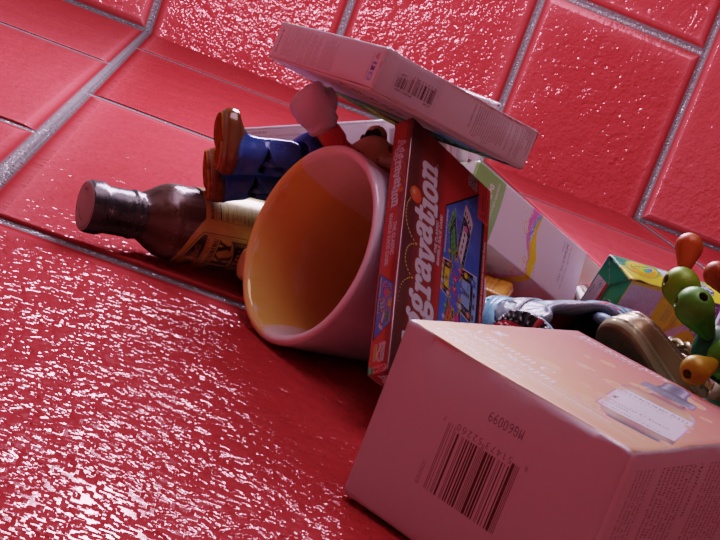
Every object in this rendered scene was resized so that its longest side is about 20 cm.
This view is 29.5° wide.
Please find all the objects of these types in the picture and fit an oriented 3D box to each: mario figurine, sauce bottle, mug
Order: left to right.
[{"bbox_3d":[-0.132,-0.035,1.106,0.198,0.066,0.065,10,15,-31],"label":"sauce bottle"},{"bbox_3d":[-0.026,-0.093,1.104,0.197,0.108,0.123,7,3,-18],"label":"mario figurine"},{"bbox_3d":[0.007,-0.005,1.041,0.152,0.151,0.187,23,14,-38],"label":"mug"}]

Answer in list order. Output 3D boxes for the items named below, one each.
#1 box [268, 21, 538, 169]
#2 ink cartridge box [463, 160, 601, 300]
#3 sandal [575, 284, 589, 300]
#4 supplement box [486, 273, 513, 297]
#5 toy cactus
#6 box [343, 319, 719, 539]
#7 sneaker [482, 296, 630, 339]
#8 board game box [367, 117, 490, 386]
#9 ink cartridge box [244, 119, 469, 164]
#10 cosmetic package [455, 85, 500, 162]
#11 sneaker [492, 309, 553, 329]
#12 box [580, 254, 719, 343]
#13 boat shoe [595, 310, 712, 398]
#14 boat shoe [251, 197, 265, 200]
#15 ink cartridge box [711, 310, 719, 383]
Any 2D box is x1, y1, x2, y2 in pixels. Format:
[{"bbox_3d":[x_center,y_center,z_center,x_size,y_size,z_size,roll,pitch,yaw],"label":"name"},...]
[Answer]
[{"bbox_3d":[0.027,-0.136,1.047,0.143,0.037,0.200,25,4,-29],"label":"box"},{"bbox_3d":[0.128,-0.010,1.279,0.199,0.068,0.116,36,-29,-29],"label":"ink cartridge box"},{"bbox_3d":[0.197,0.027,1.466,0.054,0.083,0.200,-4,24,-11],"label":"sandal"},{"bbox_3d":[0.032,0.009,1.209,0.198,0.067,0.069,22,11,7],"label":"supplement box"},{"bbox_3d":[0.256,0.065,0.924,0.101,0.202,0.166,-4,-44,31],"label":"toy cactus"},{"bbox_3d":[0.117,0.110,0.777,0.151,0.108,0.199,29,13,34],"label":"box"},{"bbox_3d":[0.188,0.065,1.133,0.198,0.081,0.095,3,-2,-35],"label":"sneaker"},{"bbox_3d":[0.051,0.003,0.948,0.019,0.202,0.103,-18,-39,35],"label":"board game box"},{"bbox_3d":[0.002,-0.114,1.280,0.197,0.045,0.176,-2,3,11],"label":"ink cartridge box"},{"bbox_3d":[0.060,-0.094,1.403,0.111,0.203,0.081,19,9,5],"label":"cosmetic package"},{"bbox_3d":[0.155,0.107,0.989,0.095,0.080,0.200,34,10,-42],"label":"sneaker"},{"bbox_3d":[0.284,0.061,1.293,0.198,0.118,0.049,15,26,-33],"label":"box"},{"bbox_3d":[0.238,0.088,1.008,0.201,0.063,0.073,49,-15,-32],"label":"boat shoe"},{"bbox_3d":[-0.103,-0.054,1.246,0.074,0.067,0.199,24,11,11],"label":"boat shoe"},{"bbox_3d":[0.347,0.074,1.138,0.118,0.202,0.042,24,12,12],"label":"ink cartridge box"}]
